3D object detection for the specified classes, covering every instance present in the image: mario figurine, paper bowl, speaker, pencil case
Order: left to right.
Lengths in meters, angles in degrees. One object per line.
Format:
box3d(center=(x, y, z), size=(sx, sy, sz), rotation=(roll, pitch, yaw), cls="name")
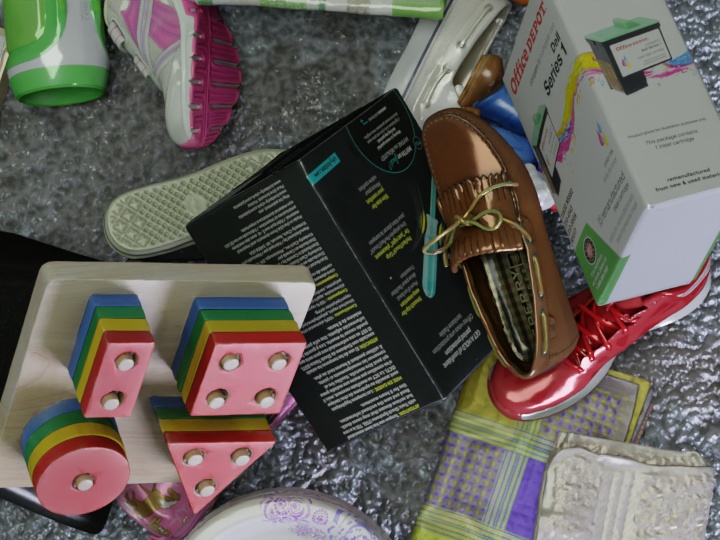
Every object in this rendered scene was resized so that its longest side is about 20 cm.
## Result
box3d(center=(-0.248, -0.237, 1.758), size=(0.088, 0.088, 0.202), rotation=(-7, 83, 8), cls="speaker")
box3d(center=(-0.112, 0.116, 1.705), size=(0.083, 0.087, 0.200), rotation=(40, 93, -29), cls="pencil case")
box3d(center=(-0.055, 0.265, 1.670), size=(0.199, 0.104, 0.203), rotation=(0, 92, -1), cls="paper bowl")
box3d(center=(0.171, -0.097, 1.658), size=(0.199, 0.106, 0.124), rotation=(23, 95, -7), cls="mario figurine")

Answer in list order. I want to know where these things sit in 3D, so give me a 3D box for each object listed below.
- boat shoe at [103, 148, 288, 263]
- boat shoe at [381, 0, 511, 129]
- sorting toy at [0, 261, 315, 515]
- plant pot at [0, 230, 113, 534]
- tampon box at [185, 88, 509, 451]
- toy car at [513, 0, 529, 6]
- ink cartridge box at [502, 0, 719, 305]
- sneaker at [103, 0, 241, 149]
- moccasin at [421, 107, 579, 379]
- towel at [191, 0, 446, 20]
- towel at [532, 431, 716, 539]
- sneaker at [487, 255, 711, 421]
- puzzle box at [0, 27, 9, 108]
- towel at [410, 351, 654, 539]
box3d(center=(-0.104, -0.047, 1.736), size=(0.198, 0.062, 0.075), rotation=(-12, 79, -8), cls="boat shoe")
box3d(center=(0.059, -0.131, 1.716), size=(0.069, 0.071, 0.201), rotation=(24, 83, 12), cls="boat shoe")
box3d(center=(-0.142, 0.092, 1.542), size=(0.198, 0.200, 0.070), rotation=(1, 41, -27), cls="sorting toy")
box3d(center=(-0.289, 0.068, 1.657), size=(0.199, 0.177, 0.201), rotation=(15, 88, 36), cls="plant pot")
box3d(center=(0.000, 0.000, 1.629), size=(0.126, 0.150, 0.201), rotation=(-26, 98, 38), cls="tampon box")
box3d(center=(0.164, -0.284, 1.674), size=(0.174, 0.150, 0.200), rotation=(9, 54, 49), cls="toy car")
box3d(center=(0.181, -0.101, 1.550), size=(0.083, 0.145, 0.201), rotation=(-13, 65, -16), cls="ink cartridge box")
box3d(center=(-0.154, -0.189, 1.746), size=(0.088, 0.081, 0.202), rotation=(-14, 74, 23), cls="sneaker")
box3d(center=(0.092, -0.019, 1.591), size=(0.073, 0.078, 0.203), rotation=(-13, 98, 31), cls="moccasin")
box3d(center=(-0.024, -0.250, 1.723), size=(0.198, 0.031, 0.150), rotation=(6, 51, 7), cls="towel")
box3d(center=(0.192, 0.228, 1.666), size=(0.131, 0.034, 0.202), rotation=(8, 89, -4), cls="towel")
box3d(center=(0.177, 0.029, 1.644), size=(0.200, 0.116, 0.078), rotation=(-39, 74, -8), cls="sneaker")
box3d(center=(-0.367, -0.118, 1.797), size=(0.132, 0.025, 0.202), rotation=(18, 88, 10), cls="puzzle box")
box3d(center=(0.129, 0.156, 1.703), size=(0.143, 0.023, 0.202), rotation=(22, 89, 9), cls="towel")
